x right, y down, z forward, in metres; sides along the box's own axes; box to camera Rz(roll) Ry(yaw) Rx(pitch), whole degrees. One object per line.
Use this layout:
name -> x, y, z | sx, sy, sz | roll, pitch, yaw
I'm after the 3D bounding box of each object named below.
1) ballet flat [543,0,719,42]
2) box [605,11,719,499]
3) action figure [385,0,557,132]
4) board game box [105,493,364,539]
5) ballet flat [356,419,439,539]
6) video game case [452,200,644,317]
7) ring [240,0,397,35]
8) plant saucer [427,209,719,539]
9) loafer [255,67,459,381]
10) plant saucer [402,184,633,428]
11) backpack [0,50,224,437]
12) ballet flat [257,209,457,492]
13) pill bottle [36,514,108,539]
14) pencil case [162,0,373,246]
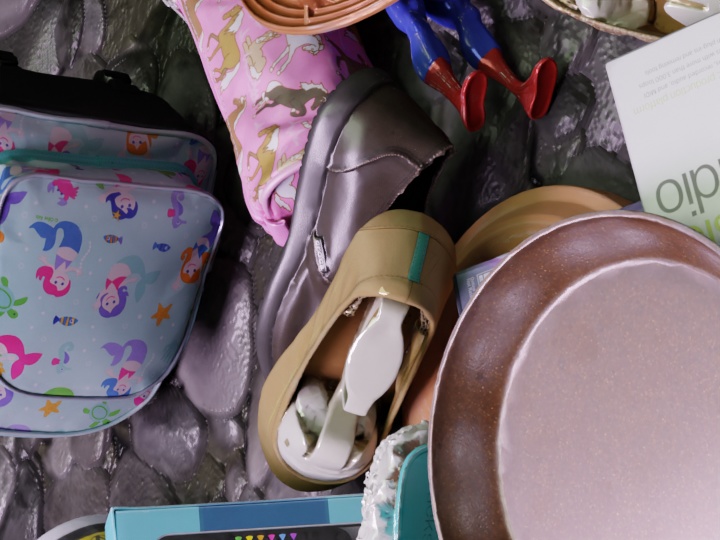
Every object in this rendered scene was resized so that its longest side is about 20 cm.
ballet flat -> 0.142, -0.123, 0.969 | 0.199, 0.065, 0.071 | 15, 98, 52
box -> 0.186, -0.015, 0.876 | 0.144, 0.036, 0.202 | -23, 74, 33
action figure -> 0.026, -0.145, 1.121 | 0.200, 0.065, 0.052 | 49, 146, 43
board game box -> -0.042, 0.213, 1.070 | 0.047, 0.149, 0.202 | 121, 146, -69
ballet flat -> 0.019, 0.170, 1.033 | 0.071, 0.071, 0.202 | 5, 84, 51
video game case -> 0.134, 0.039, 0.947 | 0.199, 0.019, 0.144 | -22, 70, 35
ring -> 0.009, -0.206, 1.122 | 0.199, 0.019, 0.202 | -28, 41, 27
plant saucer -> 0.109, 0.077, 0.889 | 0.199, 0.034, 0.203 | -3, 86, 45
loafer -> 0.000, 0.000, 1.096 | 0.071, 0.073, 0.201 | 31, 133, 24
plant saucer -> 0.084, 0.060, 1.036 | 0.199, 0.032, 0.202 | -12, 74, 51
backpack -> -0.177, -0.001, 1.262 | 0.151, 0.176, 0.201 | 48, 124, 50
ballet flat -> -0.009, 0.056, 1.068 | 0.063, 0.068, 0.201 | -82, 10, -47
pill bottle -> -0.109, 0.224, 1.184 | 0.200, 0.112, 0.113 | 35, 111, 48
pencil case -> -0.042, -0.108, 1.185 | 0.087, 0.082, 0.201 | -48, 50, 34
